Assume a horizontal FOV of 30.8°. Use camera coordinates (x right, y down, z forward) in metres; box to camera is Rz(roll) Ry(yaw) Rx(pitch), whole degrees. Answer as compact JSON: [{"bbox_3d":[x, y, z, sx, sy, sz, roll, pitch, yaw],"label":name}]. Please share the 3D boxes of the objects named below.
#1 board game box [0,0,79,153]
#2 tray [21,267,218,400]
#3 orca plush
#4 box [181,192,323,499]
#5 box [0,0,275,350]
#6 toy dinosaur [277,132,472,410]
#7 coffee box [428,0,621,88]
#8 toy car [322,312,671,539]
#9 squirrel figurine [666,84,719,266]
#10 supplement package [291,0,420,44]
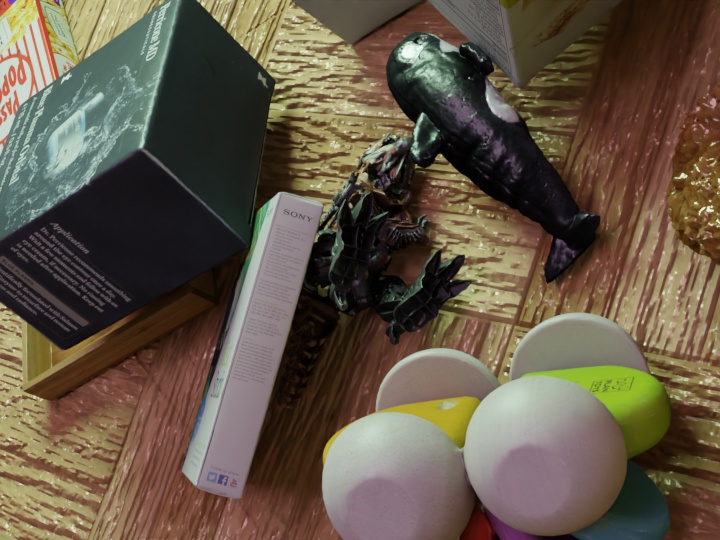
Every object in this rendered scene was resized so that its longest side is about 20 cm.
[{"bbox_3d":[-0.344,-0.175,1.297,0.151,0.046,0.201,-40,50,19],"label":"board game box"},{"bbox_3d":[-0.205,0.024,1.093,0.199,0.037,0.099,-29,54,28],"label":"tray"},{"bbox_3d":[0.066,-0.073,0.858,0.071,0.105,0.201,-28,76,-18],"label":"orca plush"},{"bbox_3d":[-0.079,0.052,0.911,0.144,0.036,0.202,159,128,-77],"label":"box"},{"bbox_3d":[-0.182,-0.077,1.008,0.199,0.117,0.198,-27,37,27],"label":"box"},{"bbox_3d":[0.000,0.000,0.909,0.136,0.101,0.202,6,88,64],"label":"toy dinosaur"},{"bbox_3d":[0.099,-0.278,0.801,0.199,0.198,0.200,-40,67,-6],"label":"coffee box"},{"bbox_3d":[0.083,0.122,0.732,0.199,0.175,0.151,-16,99,21],"label":"toy car"},{"bbox_3d":[0.239,-0.089,0.702,0.200,0.141,0.187,-37,44,19],"label":"squirrel figurine"},{"bbox_3d":[-0.009,-0.303,1.027,0.113,0.109,0.201,-26,55,29],"label":"supplement package"}]
